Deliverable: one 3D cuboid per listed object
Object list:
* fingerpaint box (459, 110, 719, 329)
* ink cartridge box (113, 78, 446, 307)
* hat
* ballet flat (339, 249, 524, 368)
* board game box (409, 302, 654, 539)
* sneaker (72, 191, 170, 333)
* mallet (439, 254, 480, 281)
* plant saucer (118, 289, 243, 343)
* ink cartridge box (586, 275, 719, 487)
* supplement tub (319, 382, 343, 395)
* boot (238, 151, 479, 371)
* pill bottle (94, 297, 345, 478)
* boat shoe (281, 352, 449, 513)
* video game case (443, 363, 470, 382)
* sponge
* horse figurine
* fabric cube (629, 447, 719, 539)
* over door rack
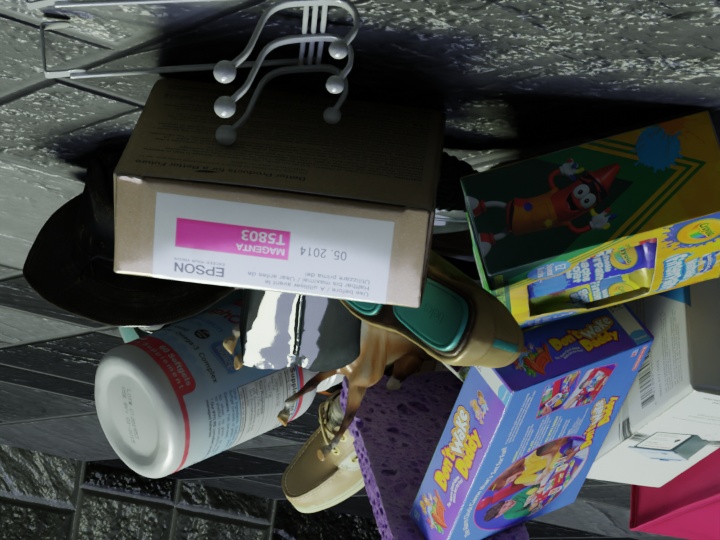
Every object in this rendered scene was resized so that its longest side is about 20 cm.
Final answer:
[{"bbox_3d":[0.159,-0.026,1.512,0.166,0.074,0.200,-15,166,1],"label":"fingerpaint box"},{"bbox_3d":[-0.049,-0.053,1.450,0.200,0.075,0.165,7,-153,3],"label":"ink cartridge box"},{"bbox_3d":[-0.170,-0.042,1.702,0.200,0.201,0.081,3,126,19],"label":"hat"},{"bbox_3d":[0.038,0.017,1.496,0.063,0.069,0.200,17,-166,-36],"label":"ballet flat"},{"bbox_3d":[0.125,0.118,1.676,0.134,0.045,0.200,-17,145,-31],"label":"board game box"},{"bbox_3d":[-0.140,0.001,1.818,0.200,0.116,0.075,10,-150,19],"label":"sneaker"},{"bbox_3d":[0.136,0.007,1.900,0.200,0.041,0.066,14,167,-11],"label":"mallet"},{"bbox_3d":[-0.145,0.058,1.943,0.036,0.200,0.200,-42,142,25],"label":"plant saucer"},{"bbox_3d":[0.236,0.064,1.726,0.086,0.147,0.200,8,154,-17],"label":"ink cartridge box"},{"bbox_3d":[0.006,0.057,1.995,0.122,0.123,0.200,-5,162,45],"label":"supplement tub"},{"bbox_3d":[-0.001,0.000,1.632,0.164,0.066,0.200,12,131,1],"label":"boot"},{"bbox_3d":[-0.106,0.084,1.811,0.200,0.109,0.109,-22,-172,-37],"label":"pill bottle"},{"bbox_3d":[-0.001,0.127,1.924,0.200,0.074,0.066,-44,137,14],"label":"boat shoe"},{"bbox_3d":[0.070,0.047,1.811,0.200,0.036,0.181,44,-176,39],"label":"video game case"},{"bbox_3d":[0.057,0.159,1.793,0.111,0.200,0.030,-1,130,-16],"label":"sponge"},{"bbox_3d":[-0.034,0.050,1.762,0.200,0.133,0.050,50,165,-26],"label":"horse figurine"},{"bbox_3d":[0.351,0.115,1.816,0.199,0.200,0.196,12,158,-25],"label":"fabric cube"},{"bbox_3d":[-0.104,-0.127,1.348,0.200,0.067,0.148,8,167,-2],"label":"over door rack"}]
